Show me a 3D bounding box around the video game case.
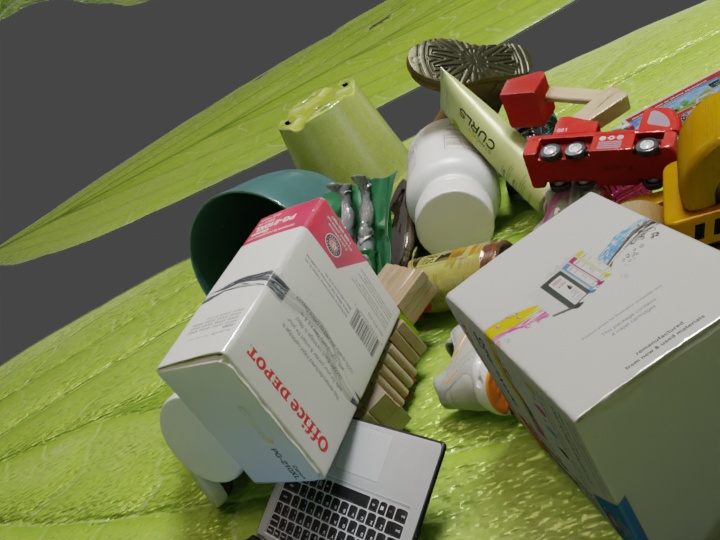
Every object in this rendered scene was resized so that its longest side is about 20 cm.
[{"bbox_3d":[0.388,-0.164,0.874,0.143,0.017,0.200,-27,25,12],"label":"video game case"}]

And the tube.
[{"bbox_3d":[0.155,-0.149,0.912,0.052,0.200,0.058,-12,-35,-48],"label":"tube"}]

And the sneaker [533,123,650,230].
[{"bbox_3d":[0.238,-0.083,0.826,0.088,0.082,0.200,-2,38,45],"label":"sneaker"}]

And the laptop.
[{"bbox_3d":[-0.062,0.197,0.617,0.187,0.116,0.201,3,67,51],"label":"laptop"}]

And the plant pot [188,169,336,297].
[{"bbox_3d":[-0.089,-0.037,1.007,0.200,0.201,0.161,-14,19,35],"label":"plant pot"}]

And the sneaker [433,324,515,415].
[{"bbox_3d":[0.126,0.049,0.733,0.092,0.076,0.200,-14,29,44],"label":"sneaker"}]

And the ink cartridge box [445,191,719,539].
[{"bbox_3d":[0.180,0.065,0.546,0.144,0.148,0.200,-34,24,-2],"label":"ink cartridge box"}]

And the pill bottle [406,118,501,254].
[{"bbox_3d":[0.112,-0.099,0.965,0.114,0.115,0.200,-24,26,18],"label":"pill bottle"}]

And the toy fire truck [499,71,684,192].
[{"bbox_3d":[0.227,-0.144,0.790,0.199,0.049,0.141,1,49,33],"label":"toy fire truck"}]

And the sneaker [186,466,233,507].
[{"bbox_3d":[-0.148,0.166,0.840,0.082,0.077,0.200,-27,25,-4],"label":"sneaker"}]

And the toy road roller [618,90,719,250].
[{"bbox_3d":[0.281,-0.059,0.653,0.199,0.146,0.123,-17,29,30],"label":"toy road roller"}]

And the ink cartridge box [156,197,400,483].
[{"bbox_3d":[-0.060,0.059,0.680,0.084,0.145,0.200,-15,31,35],"label":"ink cartridge box"}]

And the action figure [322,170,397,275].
[{"bbox_3d":[0.000,0.000,0.863,0.055,0.201,0.118,0,-9,-42],"label":"action figure"}]

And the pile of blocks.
[{"bbox_3d":[0.026,0.086,0.778,0.082,0.062,0.201,-13,42,37],"label":"pile of blocks"}]

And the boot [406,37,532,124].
[{"bbox_3d":[0.118,-0.215,1.053,0.174,0.066,0.200,-1,-24,-16],"label":"boot"}]

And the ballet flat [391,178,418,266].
[{"bbox_3d":[0.064,-0.056,1.029,0.068,0.046,0.200,-58,13,30],"label":"ballet flat"}]

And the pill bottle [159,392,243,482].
[{"bbox_3d":[-0.099,0.110,0.788,0.113,0.114,0.200,-14,18,35],"label":"pill bottle"}]

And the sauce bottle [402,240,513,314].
[{"bbox_3d":[0.079,0.014,0.855,0.199,0.066,0.066,-12,31,39],"label":"sauce bottle"}]

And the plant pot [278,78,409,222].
[{"bbox_3d":[-0.021,-0.171,1.169,0.200,0.185,0.201,-27,25,13],"label":"plant pot"}]

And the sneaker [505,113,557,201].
[{"bbox_3d":[0.209,-0.159,0.998,0.073,0.082,0.200,-18,29,25],"label":"sneaker"}]
